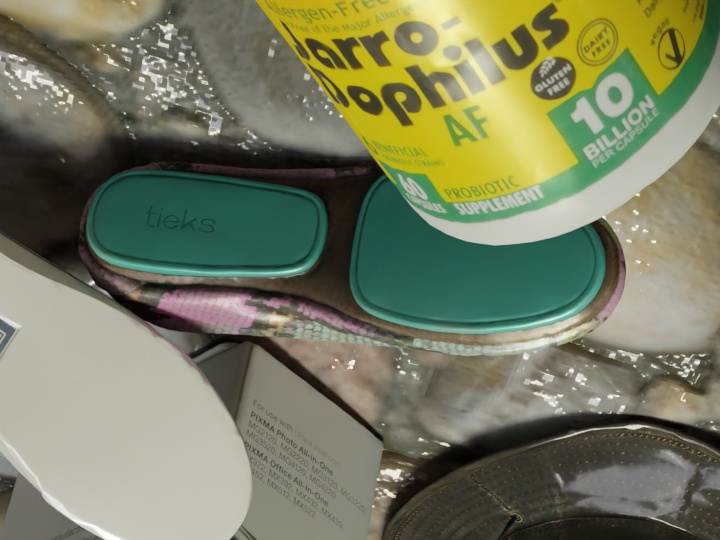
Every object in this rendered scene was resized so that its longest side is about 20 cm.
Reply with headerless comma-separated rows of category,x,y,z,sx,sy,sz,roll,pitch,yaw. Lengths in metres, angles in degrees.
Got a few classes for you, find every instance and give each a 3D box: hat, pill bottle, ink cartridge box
hat,0.096,0.148,0.978,0.200,0.081,0.201,9,138,9
pill bottle,0.014,-0.110,0.689,0.113,0.113,0.200,-14,131,30
ink cartridge box,-0.079,0.145,0.943,0.145,0.200,0.083,-26,128,39

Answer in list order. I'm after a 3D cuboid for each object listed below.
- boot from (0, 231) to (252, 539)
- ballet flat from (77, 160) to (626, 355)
boot,-0.123,0.024,0.894,0.200,0.073,0.090,40,179,-8
ballet flat,0.000,0.000,0.864,0.200,0.069,0.071,4,156,20
